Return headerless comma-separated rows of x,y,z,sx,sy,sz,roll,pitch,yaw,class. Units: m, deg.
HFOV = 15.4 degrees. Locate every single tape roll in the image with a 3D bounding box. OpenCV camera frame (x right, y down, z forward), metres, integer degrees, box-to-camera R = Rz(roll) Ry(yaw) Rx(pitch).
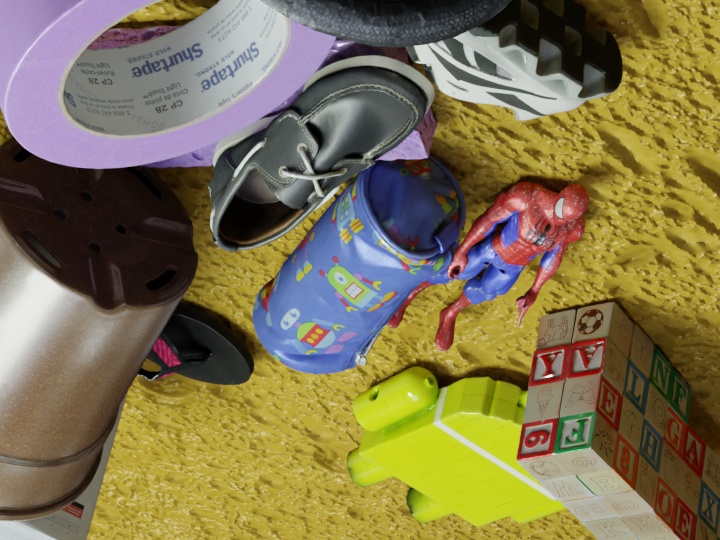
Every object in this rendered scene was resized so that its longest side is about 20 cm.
-0.113,-0.141,1.488,0.199,0.066,0.200,-19,153,-10,tape roll

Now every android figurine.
0.085,0.129,1.917,0.182,0.041,0.200,32,142,-25,android figurine

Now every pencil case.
0.000,0.000,1.724,0.087,0.078,0.200,42,143,1,pencil case

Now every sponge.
-0.062,-0.109,1.633,0.199,0.030,0.112,-1,144,20,sponge

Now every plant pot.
-0.214,0.025,1.732,0.200,0.201,0.198,26,128,-18,plant pot

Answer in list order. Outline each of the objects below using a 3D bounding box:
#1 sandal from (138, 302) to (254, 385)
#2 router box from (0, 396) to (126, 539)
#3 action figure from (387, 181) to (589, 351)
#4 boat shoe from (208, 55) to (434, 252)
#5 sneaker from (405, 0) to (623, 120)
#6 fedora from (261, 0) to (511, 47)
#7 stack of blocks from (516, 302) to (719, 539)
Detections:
-0.167,0.041,1.871,0.199,0.045,0.075,29,142,-22,sandal
-0.267,0.091,1.858,0.199,0.180,0.049,29,143,-21,router box
0.089,-0.005,1.719,0.065,0.052,0.200,29,141,-15,action figure
-0.025,-0.068,1.590,0.072,0.068,0.200,32,144,-23,boat shoe
0.049,-0.141,1.508,0.200,0.074,0.088,34,139,-27,sneaker
0.002,-0.209,1.389,0.200,0.201,0.092,19,179,-9,fedora
0.189,0.125,1.810,0.058,0.116,0.200,-12,139,33,stack of blocks
